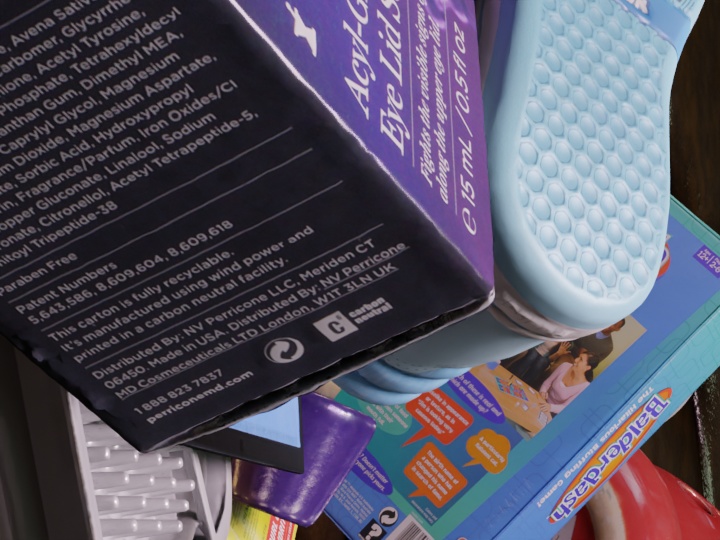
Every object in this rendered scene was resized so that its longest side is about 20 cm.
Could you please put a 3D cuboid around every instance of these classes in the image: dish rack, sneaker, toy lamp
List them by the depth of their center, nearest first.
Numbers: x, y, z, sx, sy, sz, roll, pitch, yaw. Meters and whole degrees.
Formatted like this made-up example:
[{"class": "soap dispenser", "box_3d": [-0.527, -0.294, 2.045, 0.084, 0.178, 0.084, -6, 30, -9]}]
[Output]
[{"class": "sneaker", "box_3d": [0.027, -0.051, 0.627, 0.079, 0.130, 0.201, 36, 48, -22]}, {"class": "dish rack", "box_3d": [-0.078, 0.035, 0.659, 0.200, 0.043, 0.173, -81, 165, -70]}, {"class": "toy lamp", "box_3d": [0.000, 0.000, 0.868, 0.202, 0.058, 0.058, -68, 157, -4]}]

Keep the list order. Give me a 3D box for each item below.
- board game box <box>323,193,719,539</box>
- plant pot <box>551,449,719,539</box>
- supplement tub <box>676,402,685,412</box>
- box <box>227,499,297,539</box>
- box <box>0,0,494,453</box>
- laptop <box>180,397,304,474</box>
[{"class": "board game box", "box_3d": [0.054, 0.033, 0.956, 0.200, 0.152, 0.045, -45, 150, -2]}, {"class": "plant pot", "box_3d": [0.101, 0.181, 1.145, 0.182, 0.199, 0.202, 41, 48, -53]}, {"class": "supplement tub", "box_3d": [0.119, 0.009, 1.296, 0.200, 0.143, 0.146, 46, 44, -61]}, {"class": "box", "box_3d": [-0.082, 0.066, 0.855, 0.201, 0.050, 0.076, 67, 26, -44]}, {"class": "box", "box_3d": [-0.065, -0.081, 0.501, 0.200, 0.104, 0.149, 45, 30, -40]}, {"class": "laptop", "box_3d": [0.004, -0.043, 0.721, 0.103, 0.200, 0.177, 50, 4, 14]}]
